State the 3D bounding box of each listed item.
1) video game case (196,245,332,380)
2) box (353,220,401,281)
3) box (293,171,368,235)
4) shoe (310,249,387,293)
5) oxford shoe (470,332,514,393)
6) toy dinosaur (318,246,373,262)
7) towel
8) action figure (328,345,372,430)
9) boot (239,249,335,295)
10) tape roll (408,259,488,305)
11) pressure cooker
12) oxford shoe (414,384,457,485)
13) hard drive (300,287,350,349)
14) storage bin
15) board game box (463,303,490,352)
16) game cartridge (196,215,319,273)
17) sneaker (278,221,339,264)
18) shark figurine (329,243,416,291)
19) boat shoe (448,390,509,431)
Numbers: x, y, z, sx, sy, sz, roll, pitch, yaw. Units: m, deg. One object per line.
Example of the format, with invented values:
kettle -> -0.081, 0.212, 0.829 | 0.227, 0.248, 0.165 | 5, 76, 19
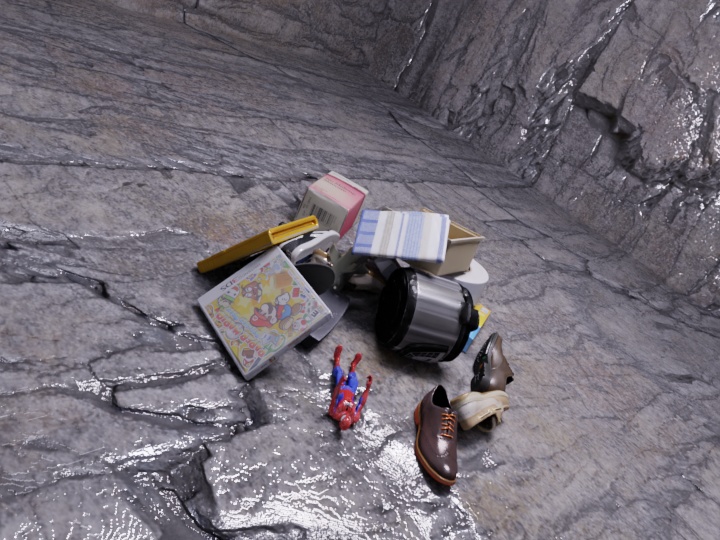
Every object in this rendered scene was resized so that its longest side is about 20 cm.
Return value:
video game case -> -0.173, 0.067, 1.110 | 0.180, 0.023, 0.200 | -35, 54, -12
box -> 0.065, -0.020, 1.530 | 0.156, 0.041, 0.201 | 49, 9, -42
box -> -0.074, -0.171, 1.676 | 0.126, 0.111, 0.200 | 28, 26, 4
shoe -> -0.029, 0.016, 1.455 | 0.196, 0.055, 0.070 | 24, -18, -14
oxford shoe -> 0.295, 0.215, 1.382 | 0.083, 0.073, 0.201 | 28, 38, -2
toy dinosaur -> -0.030, -0.024, 1.534 | 0.099, 0.060, 0.199 | 20, 14, 19
towel -> 0.088, -0.073, 1.319 | 0.194, 0.024, 0.149 | 5, 45, 9
action figure -> -0.016, 0.187, 1.096 | 0.064, 0.100, 0.202 | 20, 29, -10
boot -> -0.151, -0.005, 1.258 | 0.194, 0.071, 0.175 | -7, 22, -3
tape roll -> 0.220, 0.008, 1.581 | 0.198, 0.072, 0.203 | 17, 23, -7
pressure cooker -> 0.148, 0.097, 1.322 | 0.196, 0.182, 0.177 | 16, 24, -20
oxford shoe -> 0.137, 0.280, 1.095 | 0.070, 0.074, 0.201 | 19, 27, -16
hard drive -> -0.105, 0.078, 1.264 | 0.133, 0.043, 0.200 | 30, 26, 4
storage bin -> 0.155, -0.074, 1.467 | 0.196, 0.096, 0.198 | 30, 20, 26
board game box -> 0.228, 0.107, 1.542 | 0.151, 0.041, 0.200 | 33, 26, 12
game cartridge -> -0.204, -0.053, 1.262 | 0.176, 0.196, 0.033 | -28, 99, -60
sneaker -> -0.137, -0.081, 1.490 | 0.111, 0.074, 0.199 | 37, 28, 17
shark figurine -> 0.013, -0.019, 1.387 | 0.089, 0.211, 0.130 | 43, 24, -44
boat shoe -> 0.236, 0.277, 1.214 | 0.198, 0.073, 0.071 | 11, 53, -50
